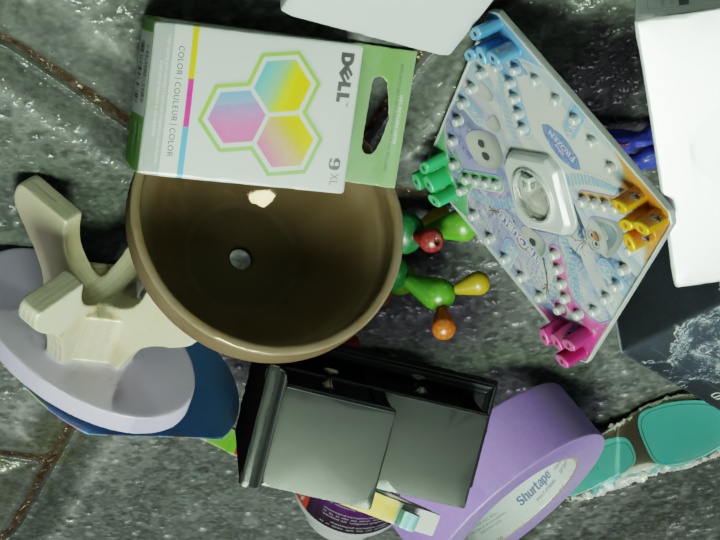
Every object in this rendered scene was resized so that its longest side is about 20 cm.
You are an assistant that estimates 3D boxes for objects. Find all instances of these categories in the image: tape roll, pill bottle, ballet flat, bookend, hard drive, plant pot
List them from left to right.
[{"bbox_3d":[-0.077,-0.023,1.454,0.201,0.201,0.093,6,161,-16],"label":"plant pot"},{"bbox_3d":[0.000,0.168,1.812,0.112,0.113,0.200,2,145,-11],"label":"pill bottle"},{"bbox_3d":[0.011,0.120,1.517,0.198,0.092,0.200,14,-175,-5],"label":"bookend"},{"bbox_3d":[0.049,-0.223,1.310,0.132,0.027,0.200,12,142,-25],"label":"hard drive"},{"bbox_3d":[0.125,0.192,1.822,0.200,0.066,0.200,-33,157,-16],"label":"tape roll"},{"bbox_3d":[0.270,0.162,1.899,0.200,0.072,0.072,-21,143,26],"label":"ballet flat"}]

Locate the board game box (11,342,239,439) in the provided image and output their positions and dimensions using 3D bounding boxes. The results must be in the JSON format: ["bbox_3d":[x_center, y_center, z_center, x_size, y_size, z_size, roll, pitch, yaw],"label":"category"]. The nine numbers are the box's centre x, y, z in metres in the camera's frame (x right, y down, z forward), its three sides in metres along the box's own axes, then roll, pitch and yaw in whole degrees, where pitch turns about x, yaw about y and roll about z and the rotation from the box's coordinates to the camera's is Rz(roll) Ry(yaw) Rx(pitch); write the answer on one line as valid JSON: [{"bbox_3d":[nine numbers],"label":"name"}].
[{"bbox_3d":[-0.195,0.092,1.608,0.200,0.158,0.039,5,128,-35],"label":"board game box"}]

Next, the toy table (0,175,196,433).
[{"bbox_3d":[-0.203,0.022,1.527,0.200,0.184,0.117,30,133,6],"label":"toy table"}]

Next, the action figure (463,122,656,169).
[{"bbox_3d":[0.176,-0.089,1.513,0.200,0.052,0.065,2,149,-7],"label":"action figure"}]

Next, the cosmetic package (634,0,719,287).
[{"bbox_3d":[0.296,-0.113,1.343,0.200,0.123,0.200,-6,117,12],"label":"cosmetic package"}]

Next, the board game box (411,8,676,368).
[{"bbox_3d":[0.122,-0.052,1.423,0.026,0.200,0.200,-28,159,-28],"label":"board game box"}]

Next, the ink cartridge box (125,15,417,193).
[{"bbox_3d":[-0.056,-0.111,1.386,0.200,0.104,0.059,6,-171,-16],"label":"ink cartridge box"}]

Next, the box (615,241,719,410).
[{"bbox_3d":[0.337,0.015,1.627,0.200,0.118,0.197,-29,140,33],"label":"box"}]

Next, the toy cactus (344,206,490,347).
[{"bbox_3d":[0.000,0.000,1.594,0.165,0.102,0.200,29,144,-27],"label":"toy cactus"}]

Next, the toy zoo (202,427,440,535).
[{"bbox_3d":[-0.024,0.173,1.644,0.200,0.020,0.131,18,174,46],"label":"toy zoo"}]
